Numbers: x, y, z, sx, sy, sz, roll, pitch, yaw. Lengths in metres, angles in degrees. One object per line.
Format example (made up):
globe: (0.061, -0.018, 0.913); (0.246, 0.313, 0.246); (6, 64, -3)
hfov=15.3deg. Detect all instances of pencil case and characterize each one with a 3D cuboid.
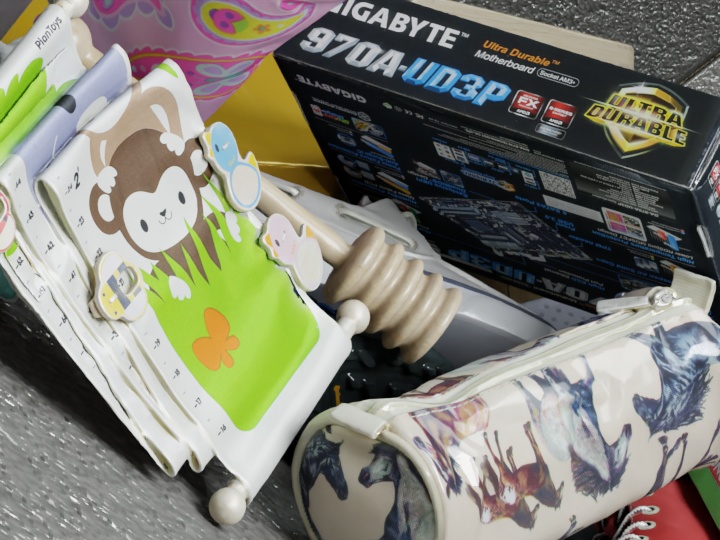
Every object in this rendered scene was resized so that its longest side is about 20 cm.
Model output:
pencil case: (-0.070, -0.108, 1.090); (0.087, 0.200, 0.088); (15, 61, -29)
pencil case: (0.064, 0.064, 1.052); (0.199, 0.090, 0.078); (-19, 24, -41)

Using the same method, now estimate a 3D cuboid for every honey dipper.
honey dipper: (-0.046, -0.038, 1.063); (0.200, 0.038, 0.038); (39, 9, -9)

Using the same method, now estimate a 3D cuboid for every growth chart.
growth chart: (-0.074, -0.008, 0.974); (0.200, 0.018, 0.145); (50, 45, -28)

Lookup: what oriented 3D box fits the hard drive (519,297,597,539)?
hard drive: (0.120, 0.093, 1.258); (0.042, 0.134, 0.200); (92, -24, -45)

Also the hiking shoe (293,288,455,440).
hiking shoe: (-0.029, 0.031, 1.117); (0.200, 0.074, 0.087); (28, 16, -52)

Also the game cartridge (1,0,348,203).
game cartridge: (-0.111, -0.086, 1.264); (0.175, 0.033, 0.200); (3, 29, -26)

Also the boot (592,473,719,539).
boot: (0.105, 0.122, 1.113); (0.199, 0.072, 0.145); (7, 41, -48)

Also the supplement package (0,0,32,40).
supplement package: (-0.213, -0.213, 1.151); (0.191, 0.200, 0.147); (31, 13, -40)

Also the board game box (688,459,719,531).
board game box: (0.200, 0.115, 1.153); (0.134, 0.029, 0.200); (30, 23, -33)

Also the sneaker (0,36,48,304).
sneaker: (-0.164, -0.049, 1.031); (0.091, 0.078, 0.200); (18, 13, -20)

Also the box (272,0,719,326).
box: (0.074, -0.041, 1.141); (0.199, 0.046, 0.159); (19, -21, 25)

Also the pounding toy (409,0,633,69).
pounding toy: (0.042, -0.052, 1.510); (0.183, 0.143, 0.200); (10, -13, -33)

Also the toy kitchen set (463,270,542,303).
toy kitchen set: (0.073, 0.068, 1.427); (0.162, 0.181, 0.200); (1, -20, -11)

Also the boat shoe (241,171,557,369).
boat shoe: (0.000, 0.000, 1.174); (0.199, 0.072, 0.066); (16, 57, -8)
